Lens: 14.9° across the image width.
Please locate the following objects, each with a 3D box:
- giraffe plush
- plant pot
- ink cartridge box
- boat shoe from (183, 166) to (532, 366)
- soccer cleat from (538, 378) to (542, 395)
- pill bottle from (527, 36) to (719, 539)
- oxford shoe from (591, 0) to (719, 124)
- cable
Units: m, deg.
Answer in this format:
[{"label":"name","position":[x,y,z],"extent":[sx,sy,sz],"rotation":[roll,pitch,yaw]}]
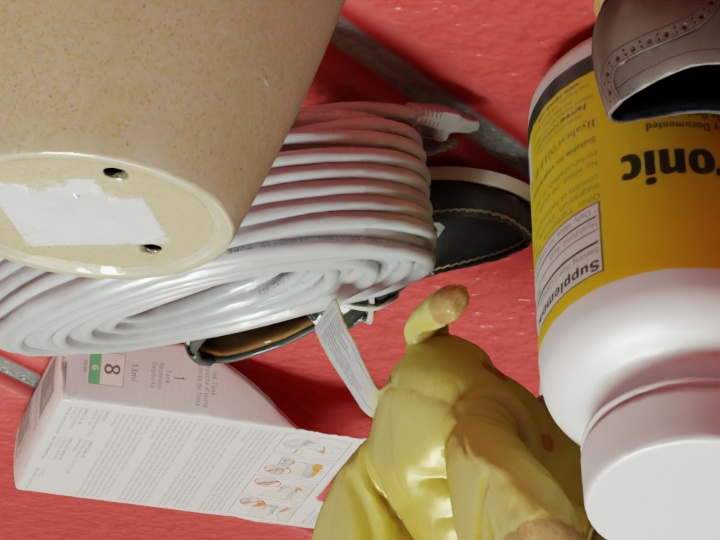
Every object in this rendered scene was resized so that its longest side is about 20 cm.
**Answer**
[{"label":"giraffe plush","position":[0.079,0.101,1.170],"extent":[0.161,0.201,0.173],"rotation":[5,147,-33]},{"label":"plant pot","position":[-0.077,-0.106,0.885],"extent":[0.186,0.201,0.187],"rotation":[4,157,2]},{"label":"ink cartridge box","position":[-0.084,0.091,1.535],"extent":[0.199,0.050,0.161],"rotation":[7,156,-14]},{"label":"boat shoe","position":[0.000,0.000,1.280],"extent":[0.199,0.068,0.072],"rotation":[-13,148,33]},{"label":"soccer cleat","position":[0.184,0.055,1.366],"extent":[0.199,0.070,0.086],"rotation":[-5,145,16]},{"label":"pill bottle","position":[0.123,0.008,1.084],"extent":[0.111,0.201,0.112],"rotation":[0,142,0]},{"label":"oxford shoe","position":[0.186,-0.084,1.041],"extent":[0.199,0.073,0.071],"rotation":[-1,155,14]},{"label":"cable","position":[-0.066,-0.013,1.165],"extent":[0.199,0.070,0.199],"rotation":[-20,168,37]}]
